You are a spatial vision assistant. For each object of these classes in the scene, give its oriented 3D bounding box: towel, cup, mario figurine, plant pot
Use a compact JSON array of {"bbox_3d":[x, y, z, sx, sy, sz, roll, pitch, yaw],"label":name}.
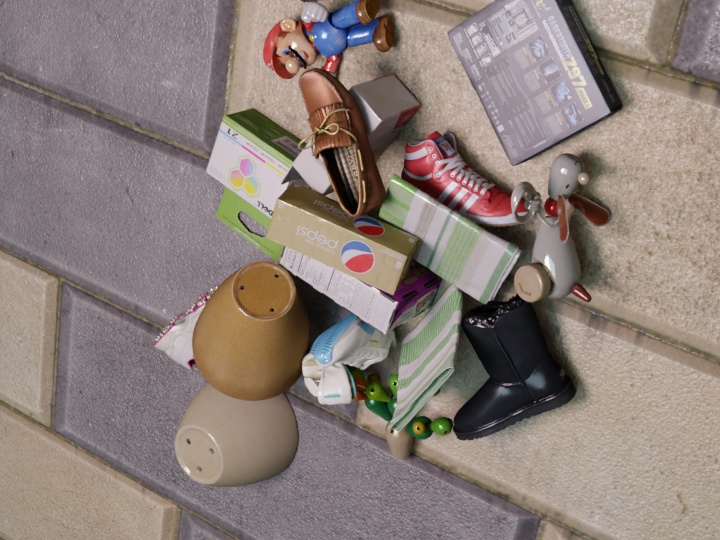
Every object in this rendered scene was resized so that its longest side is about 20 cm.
[{"bbox_3d":[0.117,-0.044,1.559,0.199,0.031,0.150,33,150,7],"label":"towel"},{"bbox_3d":[0.093,0.117,1.591,0.023,0.201,0.153,31,124,-11],"label":"towel"},{"bbox_3d":[-0.224,0.277,1.880,0.198,0.143,0.203,12,112,30],"label":"cup"},{"bbox_3d":[-0.055,-0.311,1.596,0.198,0.106,0.125,-11,102,34],"label":"mario figurine"},{"bbox_3d":[-0.154,0.070,1.692,0.186,0.186,0.200,45,154,13],"label":"plant pot"}]

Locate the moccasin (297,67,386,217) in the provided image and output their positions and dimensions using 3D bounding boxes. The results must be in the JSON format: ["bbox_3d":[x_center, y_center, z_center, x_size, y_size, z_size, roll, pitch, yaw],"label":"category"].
[{"bbox_3d":[-0.034,-0.168,1.500,0.073,0.078,0.204,-11,101,35],"label":"moccasin"}]

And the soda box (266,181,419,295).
[{"bbox_3d":[-0.025,-0.046,1.570,0.198,0.064,0.068,24,122,7],"label":"soda box"}]

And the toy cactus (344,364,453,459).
[{"bbox_3d":[0.059,0.210,1.718,0.198,0.102,0.166,18,134,25],"label":"toy cactus"}]

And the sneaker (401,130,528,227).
[{"bbox_3d":[0.142,-0.127,1.548,0.198,0.071,0.114,11,109,26],"label":"sneaker"}]

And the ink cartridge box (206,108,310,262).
[{"bbox_3d":[-0.164,-0.122,1.747,0.147,0.076,0.201,34,120,19],"label":"ink cartridge box"}]

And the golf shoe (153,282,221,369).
[{"bbox_3d":[-0.259,0.094,1.896,0.092,0.075,0.200,47,128,-7],"label":"golf shoe"}]

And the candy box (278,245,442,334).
[{"bbox_3d":[0.000,0.000,1.643,0.199,0.136,0.061,34,120,21],"label":"candy box"}]

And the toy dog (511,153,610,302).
[{"bbox_3d":[0.268,-0.038,1.468,0.096,0.132,0.202,25,137,37],"label":"toy dog"}]

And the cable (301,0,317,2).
[{"bbox_3d":[-0.097,-0.486,1.606,0.162,0.051,0.202,28,122,29],"label":"cable"}]

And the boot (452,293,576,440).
[{"bbox_3d":[0.183,0.132,1.591,0.199,0.076,0.169,-26,101,30],"label":"boot"}]

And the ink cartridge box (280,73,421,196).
[{"bbox_3d":[-0.017,-0.177,1.607,0.068,0.116,0.200,49,126,9],"label":"ink cartridge box"}]

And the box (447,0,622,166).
[{"bbox_3d":[0.222,-0.259,1.463,0.157,0.051,0.202,-28,89,37],"label":"box"}]

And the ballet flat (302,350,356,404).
[{"bbox_3d":[-0.056,0.149,1.701,0.069,0.200,0.070,-3,106,-11],"label":"ballet flat"}]

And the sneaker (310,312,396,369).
[{"bbox_3d":[-0.002,0.104,1.641,0.076,0.200,0.081,-27,92,29],"label":"sneaker"}]
